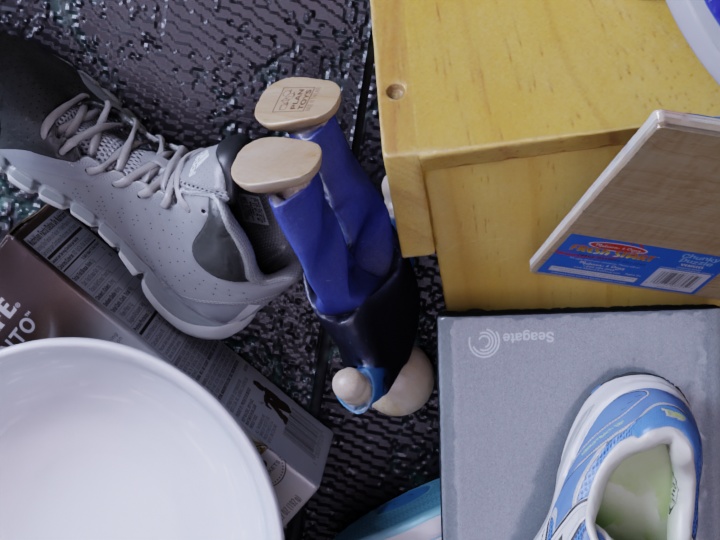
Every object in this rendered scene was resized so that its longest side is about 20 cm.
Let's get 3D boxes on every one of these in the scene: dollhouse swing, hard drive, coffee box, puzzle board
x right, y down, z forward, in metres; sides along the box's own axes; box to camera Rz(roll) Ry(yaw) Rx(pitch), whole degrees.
[{"bbox_3d":[0.117,-0.067,0.774,0.198,0.176,0.183,-8,63,7],"label":"dollhouse swing"},{"bbox_3d":[0.108,0.118,0.753,0.138,0.033,0.202,-2,92,0],"label":"hard drive"},{"bbox_3d":[-0.127,0.074,0.805,0.200,0.080,0.113,39,105,-7],"label":"coffee box"},{"bbox_3d":[0.191,-0.021,0.677,0.198,0.151,0.018,8,67,-12],"label":"puzzle board"}]

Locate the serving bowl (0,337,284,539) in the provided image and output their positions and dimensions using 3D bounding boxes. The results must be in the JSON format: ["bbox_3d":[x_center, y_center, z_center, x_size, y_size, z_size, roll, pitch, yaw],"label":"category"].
[{"bbox_3d":[-0.131,0.130,0.735,0.198,0.066,0.202,0,91,4],"label":"serving bowl"}]

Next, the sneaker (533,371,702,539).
[{"bbox_3d":[0.103,0.145,0.698,0.075,0.077,0.202,15,92,-1],"label":"sneaker"}]

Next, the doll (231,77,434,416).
[{"bbox_3d":[0.000,0.000,0.755,0.048,0.137,0.201,-2,136,22],"label":"doll"}]

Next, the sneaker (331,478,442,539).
[{"bbox_3d":[0.085,0.167,0.809,0.199,0.080,0.131,-20,94,10],"label":"sneaker"}]

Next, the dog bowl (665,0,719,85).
[{"bbox_3d":[0.226,-0.146,0.661,0.200,0.201,0.079,36,148,-6],"label":"dog bowl"}]

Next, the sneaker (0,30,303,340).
[{"bbox_3d":[-0.101,-0.058,0.748,0.200,0.075,0.115,43,144,-15],"label":"sneaker"}]
